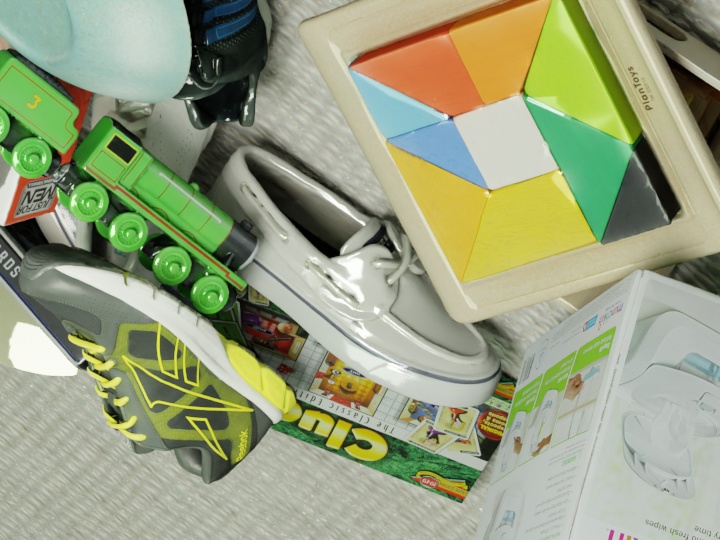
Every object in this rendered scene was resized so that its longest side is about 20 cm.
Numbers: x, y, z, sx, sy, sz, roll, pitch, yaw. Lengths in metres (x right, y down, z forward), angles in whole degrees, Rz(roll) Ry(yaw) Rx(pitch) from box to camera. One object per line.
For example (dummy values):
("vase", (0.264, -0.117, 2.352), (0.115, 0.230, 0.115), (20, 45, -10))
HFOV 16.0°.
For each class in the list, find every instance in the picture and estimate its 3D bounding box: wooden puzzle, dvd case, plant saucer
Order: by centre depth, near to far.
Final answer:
("wooden puzzle", (0.076, -0.067, 1.289), (0.199, 0.037, 0.185), (-15, 111, 40))
("plant saucer", (-0.167, -0.159, 1.299), (0.201, 0.039, 0.201), (39, 153, 24))
("dvd case", (-0.203, -0.012, 1.558), (0.200, 0.025, 0.150), (48, -176, 14))

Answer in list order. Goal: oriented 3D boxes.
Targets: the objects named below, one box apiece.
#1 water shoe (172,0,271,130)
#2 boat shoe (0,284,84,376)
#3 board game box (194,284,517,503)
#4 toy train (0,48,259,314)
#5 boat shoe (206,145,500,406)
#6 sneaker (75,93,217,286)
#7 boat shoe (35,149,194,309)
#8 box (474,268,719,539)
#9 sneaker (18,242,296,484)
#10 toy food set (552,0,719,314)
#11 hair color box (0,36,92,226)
("water shoe", (-0.086, -0.132, 1.349), (0.071, 0.079, 0.200), (-5, 164, 14))
("boat shoe", (-0.258, 0.013, 1.706), (0.201, 0.074, 0.063), (22, 176, 7))
("board game box", (-0.011, 0.069, 1.530), (0.199, 0.024, 0.105), (21, 140, -4))
("toy train", (-0.134, -0.048, 1.400), (0.200, 0.056, 0.042), (38, 179, -26))
("boat shoe", (0.000, 0.000, 1.463), (0.200, 0.072, 0.066), (37, 128, 14))
("sneaker", (-0.128, -0.065, 1.462), (0.075, 0.089, 0.201), (13, 112, 11))
("boat shoe", (-0.108, -0.009, 1.560), (0.093, 0.075, 0.200), (-27, 114, 42))
("box", (0.129, 0.114, 1.323), (0.096, 0.177, 0.200), (19, 163, -8))
("sneaker", (-0.119, 0.057, 1.435), (0.200, 0.085, 0.074), (36, 173, -36))
("toy food set", (0.113, -0.064, 1.323), (0.143, 0.060, 0.200), (34, 141, 10))
("hair color box", (-0.196, -0.138, 1.435), (0.101, 0.061, 0.201), (24, 107, 16))
